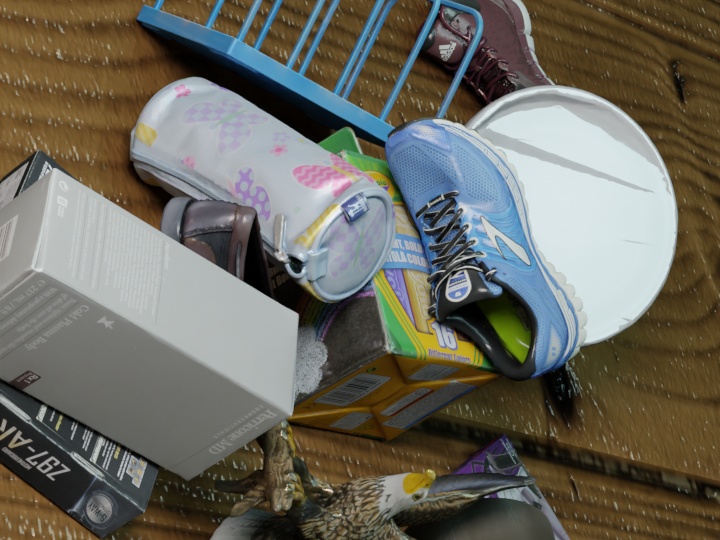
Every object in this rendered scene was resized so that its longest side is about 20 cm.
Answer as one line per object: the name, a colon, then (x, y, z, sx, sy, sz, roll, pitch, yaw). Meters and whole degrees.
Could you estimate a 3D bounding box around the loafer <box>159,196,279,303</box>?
loafer: (-0.074, 0.033, 1.601, 0.072, 0.062, 0.201, -77, 156, -43)

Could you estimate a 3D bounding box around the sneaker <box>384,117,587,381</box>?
sneaker: (0.079, -0.013, 1.669, 0.201, 0.078, 0.089, 56, 33, -2)

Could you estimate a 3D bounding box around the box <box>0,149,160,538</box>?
box: (-0.183, 0.043, 1.551, 0.160, 0.043, 0.201, 40, 39, -23)

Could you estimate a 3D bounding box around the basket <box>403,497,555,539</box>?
basket: (0.091, 0.265, 1.638, 0.181, 0.135, 0.201, 58, 18, -52)

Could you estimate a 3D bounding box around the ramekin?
ramekin: (0.137, -0.035, 1.894, 0.201, 0.094, 0.204, 3, 81, -19)

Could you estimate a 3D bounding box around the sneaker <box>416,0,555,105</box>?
sneaker: (0.100, -0.156, 2.033, 0.115, 0.076, 0.201, 12, 44, -39)

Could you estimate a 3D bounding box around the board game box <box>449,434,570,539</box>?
board game box: (0.125, 0.230, 1.797, 0.120, 0.032, 0.201, -32, 90, -51)

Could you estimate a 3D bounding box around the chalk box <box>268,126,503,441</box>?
chalk box: (0.000, 0.000, 1.736, 0.123, 0.124, 0.201, 14, 55, -44)

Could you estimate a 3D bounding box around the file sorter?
file sorter: (-0.030, -0.182, 1.787, 0.199, 0.139, 0.123, 27, 90, -36)

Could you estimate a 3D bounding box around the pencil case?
pencil case: (-0.067, -0.055, 1.653, 0.090, 0.084, 0.200, -35, 50, -26)

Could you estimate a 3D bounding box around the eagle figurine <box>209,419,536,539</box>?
eagle figurine: (0.015, 0.164, 1.570, 0.199, 0.151, 0.153, 30, 79, -28)

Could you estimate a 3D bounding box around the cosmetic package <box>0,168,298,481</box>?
cosmetic package: (-0.142, 0.036, 1.477, 0.199, 0.107, 0.091, 33, 42, -28)
